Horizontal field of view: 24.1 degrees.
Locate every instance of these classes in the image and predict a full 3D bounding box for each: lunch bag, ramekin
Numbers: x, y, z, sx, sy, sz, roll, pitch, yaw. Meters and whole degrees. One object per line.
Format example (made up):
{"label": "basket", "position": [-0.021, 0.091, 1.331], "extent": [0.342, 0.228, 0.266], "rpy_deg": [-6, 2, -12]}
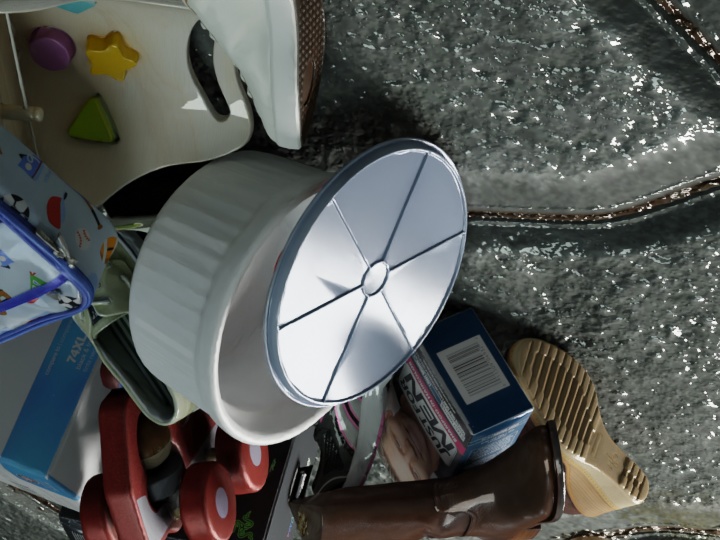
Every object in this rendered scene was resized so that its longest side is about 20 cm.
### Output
{"label": "lunch bag", "position": [-0.265, -0.015, 1.127], "extent": [0.199, 0.076, 0.160], "rpy_deg": [-18, 129, 38]}
{"label": "ramekin", "position": [-0.071, 0.013, 1.192], "extent": [0.097, 0.201, 0.201], "rpy_deg": [25, 155, 31]}

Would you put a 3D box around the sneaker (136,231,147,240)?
{"label": "sneaker", "position": [-0.210, -0.020, 1.325], "extent": [0.199, 0.080, 0.087], "rpy_deg": [8, 127, 12]}

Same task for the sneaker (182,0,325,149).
{"label": "sneaker", "position": [-0.071, -0.162, 1.047], "extent": [0.084, 0.073, 0.201], "rpy_deg": [6, 135, 13]}

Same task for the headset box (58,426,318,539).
{"label": "headset box", "position": [-0.139, 0.180, 1.498], "extent": [0.199, 0.175, 0.093], "rpy_deg": [9, 148, 13]}

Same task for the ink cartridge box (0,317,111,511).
{"label": "ink cartridge box", "position": [-0.295, 0.095, 1.415], "extent": [0.199, 0.147, 0.147], "rpy_deg": [17, 163, 16]}

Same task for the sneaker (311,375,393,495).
{"label": "sneaker", "position": [-0.017, 0.087, 1.341], "extent": [0.086, 0.080, 0.201], "rpy_deg": [15, 109, 0]}

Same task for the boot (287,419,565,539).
{"label": "boot", "position": [0.048, 0.173, 1.290], "extent": [0.199, 0.065, 0.187], "rpy_deg": [-1, 148, -8]}

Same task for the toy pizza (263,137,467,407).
{"label": "toy pizza", "position": [0.000, 0.000, 1.162], "extent": [0.032, 0.200, 0.200], "rpy_deg": [28, 158, 35]}

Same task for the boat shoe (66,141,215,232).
{"label": "boat shoe", "position": [-0.185, -0.059, 1.213], "extent": [0.201, 0.072, 0.060], "rpy_deg": [-1, 158, -15]}

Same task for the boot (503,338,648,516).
{"label": "boot", "position": [0.130, 0.136, 1.410], "extent": [0.166, 0.072, 0.200], "rpy_deg": [-6, 132, 45]}

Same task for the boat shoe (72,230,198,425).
{"label": "boat shoe", "position": [-0.179, 0.025, 1.247], "extent": [0.072, 0.062, 0.200], "rpy_deg": [-37, 94, 24]}

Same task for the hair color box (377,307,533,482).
{"label": "hair color box", "position": [0.070, 0.127, 1.383], "extent": [0.060, 0.100, 0.200], "rpy_deg": [-21, 155, -21]}

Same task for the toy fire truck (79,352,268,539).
{"label": "toy fire truck", "position": [-0.162, 0.126, 1.349], "extent": [0.112, 0.200, 0.169], "rpy_deg": [-9, 109, 19]}

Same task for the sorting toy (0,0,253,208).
{"label": "sorting toy", "position": [-0.163, -0.130, 1.119], "extent": [0.179, 0.107, 0.201], "rpy_deg": [1, 138, 2]}
